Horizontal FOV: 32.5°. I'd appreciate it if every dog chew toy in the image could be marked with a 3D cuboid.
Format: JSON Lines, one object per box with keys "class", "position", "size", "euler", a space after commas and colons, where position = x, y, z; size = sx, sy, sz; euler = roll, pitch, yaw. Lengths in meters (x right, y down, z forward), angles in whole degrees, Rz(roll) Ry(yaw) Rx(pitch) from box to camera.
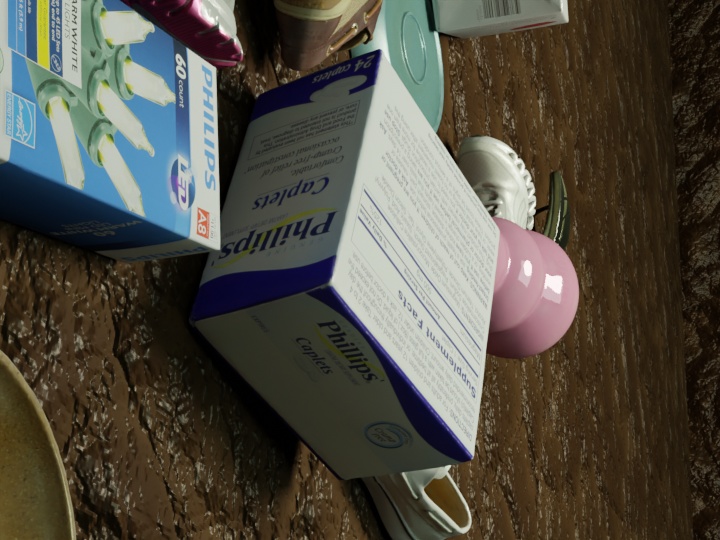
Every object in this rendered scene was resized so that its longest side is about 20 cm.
{"class": "dog chew toy", "position": [0.120, 0.007, 1.130], "size": [0.200, 0.124, 0.125], "euler": [31, 55, -55]}

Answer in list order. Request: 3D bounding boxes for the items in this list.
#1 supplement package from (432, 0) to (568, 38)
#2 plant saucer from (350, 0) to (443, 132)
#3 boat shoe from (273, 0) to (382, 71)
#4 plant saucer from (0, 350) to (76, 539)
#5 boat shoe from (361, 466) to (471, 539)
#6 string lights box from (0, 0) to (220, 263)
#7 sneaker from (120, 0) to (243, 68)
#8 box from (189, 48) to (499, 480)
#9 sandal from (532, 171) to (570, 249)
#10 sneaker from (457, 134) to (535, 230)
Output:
{"class": "supplement package", "position": [0.138, -0.297, 1.214], "size": [0.200, 0.121, 0.120], "euler": [-37, 120, -76]}
{"class": "plant saucer", "position": [0.037, -0.195, 1.092], "size": [0.200, 0.027, 0.201], "euler": [-7, 90, -70]}
{"class": "boat shoe", "position": [-0.019, -0.196, 0.905], "size": [0.200, 0.072, 0.072], "euler": [-66, 165, -61]}
{"class": "plant saucer", "position": [-0.173, 0.113, 0.441], "size": [0.200, 0.035, 0.201], "euler": [-6, 90, -70]}
{"class": "boat shoe", "position": [0.034, 0.135, 0.923], "size": [0.071, 0.070, 0.200], "euler": [-73, 147, -47]}
{"class": "string lights box", "position": [-0.135, -0.073, 0.558], "size": [0.200, 0.059, 0.103], "euler": [25, 59, -66]}
{"class": "sneaker", "position": [-0.119, -0.177, 0.617], "size": [0.200, 0.081, 0.088], "euler": [53, 34, -67]}
{"class": "box", "position": [0.000, 0.000, 0.795], "size": [0.184, 0.105, 0.200], "euler": [52, 36, -38]}
{"class": "sandal", "position": [0.206, -0.027, 1.452], "size": [0.080, 0.057, 0.201], "euler": [53, 51, -63]}
{"class": "sneaker", "position": [0.138, -0.041, 1.257], "size": [0.081, 0.075, 0.200], "euler": [-52, 132, -50]}
